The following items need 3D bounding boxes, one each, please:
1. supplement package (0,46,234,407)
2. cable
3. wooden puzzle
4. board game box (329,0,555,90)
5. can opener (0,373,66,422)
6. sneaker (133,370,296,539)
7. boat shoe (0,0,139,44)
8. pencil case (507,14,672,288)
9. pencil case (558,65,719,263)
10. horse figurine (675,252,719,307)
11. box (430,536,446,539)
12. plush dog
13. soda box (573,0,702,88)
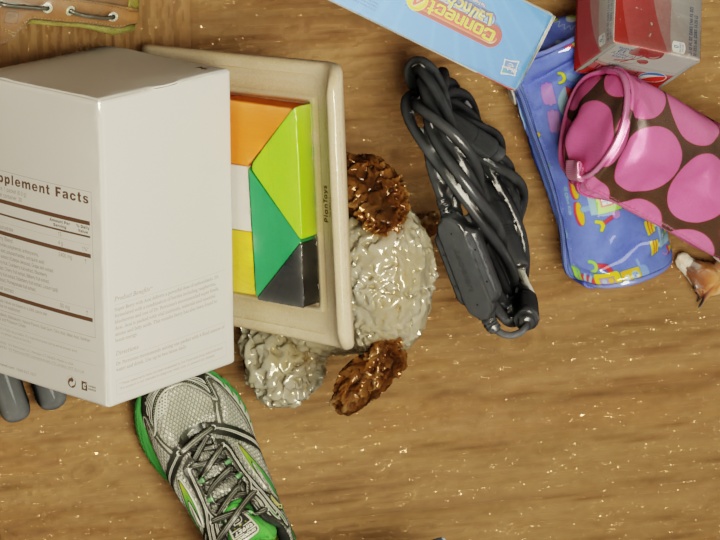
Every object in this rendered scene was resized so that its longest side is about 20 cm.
[{"bbox_3d":[-0.164,-0.032,1.604,0.121,0.120,0.200,-18,115,-47],"label":"supplement package"},{"bbox_3d":[0.081,-0.059,1.694,0.051,0.163,0.200,-17,106,19],"label":"cable"},{"bbox_3d":[-0.080,-0.049,1.627,0.037,0.200,0.185,-15,109,-42],"label":"wooden puzzle"},{"bbox_3d":[0.000,-0.196,1.614,0.200,0.196,0.056,24,95,-19],"label":"board game box"},{"bbox_3d":[-0.243,0.009,1.659,0.053,0.067,0.200,-18,107,-11],"label":"can opener"},{"bbox_3d":[-0.089,0.151,1.728,0.078,0.085,0.200,-31,109,-7],"label":"sneaker"},{"bbox_3d":[-0.238,-0.177,1.614,0.200,0.072,0.068,-5,103,-15],"label":"boat shoe"},{"bbox_3d":[0.157,-0.083,1.749,0.087,0.078,0.200,-22,108,-12],"label":"pencil case"},{"bbox_3d":[0.221,-0.061,1.697,0.200,0.091,0.094,26,96,-30],"label":"pencil case"},{"bbox_3d":[0.296,-0.079,1.804,0.200,0.050,0.133,-40,114,-6],"label":"horse figurine"},{"bbox_3d":[-0.022,0.305,1.725,0.200,0.118,0.197,-11,139,-13],"label":"box"},{"bbox_3d":[0.000,0.000,1.672,0.160,0.172,0.200,-9,104,-15],"label":"plush dog"},{"bbox_3d":[0.190,-0.230,1.690,0.070,0.063,0.200,10,72,-19],"label":"soda box"}]
